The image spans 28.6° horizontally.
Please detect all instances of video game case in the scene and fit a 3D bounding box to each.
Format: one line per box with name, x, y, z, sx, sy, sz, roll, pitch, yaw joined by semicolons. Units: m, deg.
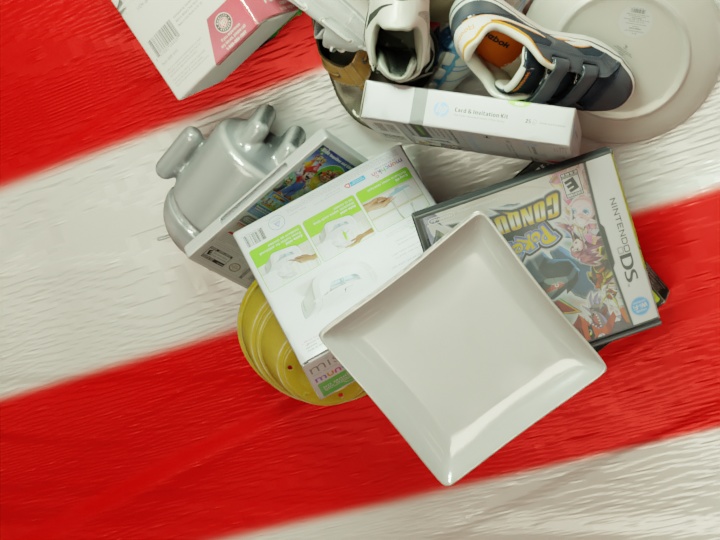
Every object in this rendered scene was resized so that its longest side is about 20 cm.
video game case;0.170;-0.001;1.353;0.199;0.026;0.181;-19;104;1
video game case;-0.071;-0.056;1.503;0.200;0.143;0.018;-39;53;16

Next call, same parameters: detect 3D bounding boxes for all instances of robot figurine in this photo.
robot figurine;-0.139;-0.085;1.537;0.169;0.113;0.200;37;116;-8

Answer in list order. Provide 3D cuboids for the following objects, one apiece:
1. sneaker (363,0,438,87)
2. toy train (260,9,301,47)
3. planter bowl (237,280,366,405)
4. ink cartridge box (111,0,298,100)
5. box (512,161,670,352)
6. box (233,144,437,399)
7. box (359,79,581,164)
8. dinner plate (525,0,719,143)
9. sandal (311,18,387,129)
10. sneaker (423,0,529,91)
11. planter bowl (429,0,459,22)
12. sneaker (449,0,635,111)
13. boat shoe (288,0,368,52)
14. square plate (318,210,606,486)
sneaker;0.033;-0.206;1.326;0.074;0.200;0.089;4;68;8
toy train;-0.104;-0.270;1.485;0.200;0.042;0.057;-33;91;35
planter bowl;-0.038;0.085;1.540;0.199;0.084;0.201;-1;121;-1
ink cartridge box;-0.179;-0.301;1.439;0.146;0.085;0.200;-35;90;38
box;0.189;0.007;1.493;0.193;0.048;0.200;-41;91;24
box;0.000;0.000;1.441;0.199;0.097;0.177;-29;61;-4
box;0.111;-0.141;1.368;0.199;0.156;0.041;10;89;12
dinner plate;0.255;-0.212;1.380;0.199;0.024;0.201;3;119;6
sandal;-0.010;-0.236;1.472;0.081;0.055;0.201;-15;103;23
sneaker;0.124;-0.232;1.423;0.086;0.075;0.200;19;129;-19
planter bowl;0.039;-0.339;1.332;0.200;0.134;0.201;5;97;45
sneaker;0.172;-0.187;1.332;0.199;0.080;0.079;20;130;-17
boat shoe;-0.021;-0.255;1.406;0.068;0.072;0.200;-42;126;18
square plate;0.097;0.075;1.340;0.198;0.028;0.200;-38;100;12
